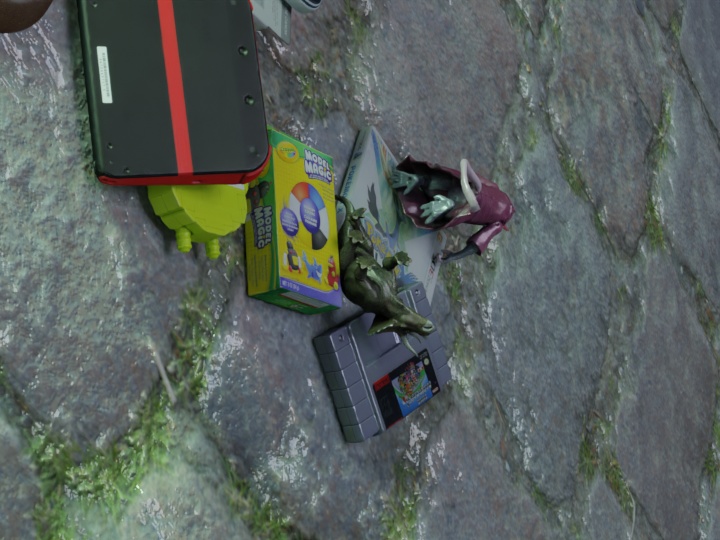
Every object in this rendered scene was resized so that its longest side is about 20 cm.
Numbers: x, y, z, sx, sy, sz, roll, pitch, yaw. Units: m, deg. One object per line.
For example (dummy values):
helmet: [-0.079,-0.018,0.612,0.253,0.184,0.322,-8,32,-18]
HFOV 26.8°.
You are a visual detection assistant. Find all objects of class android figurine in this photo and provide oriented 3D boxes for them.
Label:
android figurine: [-0.166,-0.112,1.475,0.182,0.041,0.202,10,69,-59]

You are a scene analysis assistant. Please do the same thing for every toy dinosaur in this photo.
toy dinosaur: [0.000,0.000,1.648,0.077,0.103,0.200,-21,56,-35]

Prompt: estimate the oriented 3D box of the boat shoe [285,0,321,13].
boat shoe: [-0.063,-0.363,1.541,0.201,0.090,0.071,65,30,-23]

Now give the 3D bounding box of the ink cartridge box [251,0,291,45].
ink cartridge box: [-0.147,-0.343,1.562,0.175,0.083,0.202,36,48,-51]

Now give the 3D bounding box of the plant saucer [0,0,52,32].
plant saucer: [-0.319,-0.307,1.301,0.200,0.034,0.202,31,52,-50]

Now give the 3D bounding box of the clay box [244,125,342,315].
clay box: [-0.074,-0.063,1.605,0.115,0.047,0.202,20,62,-54]

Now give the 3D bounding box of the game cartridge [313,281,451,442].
game cartridge: [0.031,0.102,1.710,0.200,0.038,0.131,-29,99,-52]

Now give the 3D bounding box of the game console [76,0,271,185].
game console: [-0.174,-0.179,1.415,0.175,0.031,0.202,-3,79,-26]

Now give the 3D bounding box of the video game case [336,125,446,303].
video game case: [0.037,-0.043,1.816,0.200,0.022,0.183,54,36,-34]

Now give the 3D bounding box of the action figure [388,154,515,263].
action figure: [0.134,-0.092,1.851,0.199,0.148,0.135,10,62,-44]
